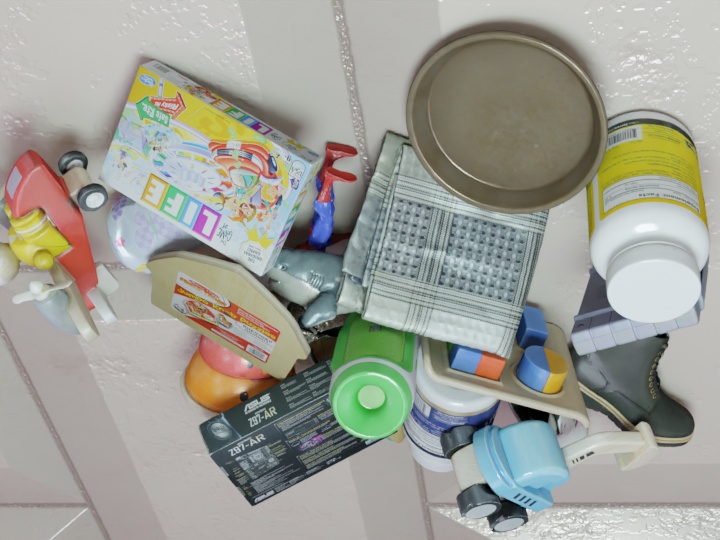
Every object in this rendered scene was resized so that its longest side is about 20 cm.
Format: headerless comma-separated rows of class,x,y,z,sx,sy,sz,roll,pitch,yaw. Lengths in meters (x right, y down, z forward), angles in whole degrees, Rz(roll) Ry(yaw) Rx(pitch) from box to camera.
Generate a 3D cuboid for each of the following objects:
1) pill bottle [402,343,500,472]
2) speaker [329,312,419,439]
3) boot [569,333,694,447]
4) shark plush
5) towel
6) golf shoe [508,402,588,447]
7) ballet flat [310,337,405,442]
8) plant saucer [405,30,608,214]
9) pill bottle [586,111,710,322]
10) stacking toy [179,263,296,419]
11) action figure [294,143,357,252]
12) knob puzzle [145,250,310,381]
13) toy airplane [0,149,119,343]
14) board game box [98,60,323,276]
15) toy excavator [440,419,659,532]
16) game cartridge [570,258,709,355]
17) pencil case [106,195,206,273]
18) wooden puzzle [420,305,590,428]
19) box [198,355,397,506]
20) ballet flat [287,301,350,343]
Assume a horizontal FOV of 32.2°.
pill bottle,0.109,0.164,1.507,0.111,0.111,0.200,7,145,0
speaker,0.016,0.096,1.291,0.088,0.200,0.089,1,110,4
boot,0.346,0.126,1.476,0.200,0.078,0.138,25,129,-19
shark plush,0.000,0.000,1.306,0.200,0.091,0.083,-10,101,14
towel,0.088,-0.025,1.287,0.200,0.193,0.035,16,178,-9
golf shoe,0.224,0.180,1.529,0.073,0.092,0.200,-25,130,21
ballet flat,0.017,0.143,1.541,0.063,0.069,0.200,-31,127,16
plant saucer,0.143,-0.145,1.219,0.200,0.029,0.200,10,127,14
pill bottle,0.276,-0.051,1.206,0.112,0.200,0.113,4,137,4
stacking toy,-0.133,0.068,1.456,0.146,0.146,0.200,8,120,-1
action figure,-0.019,-0.037,1.356,0.099,0.065,0.200,15,134,-10
knob puzzle,-0.136,0.032,1.327,0.219,0.030,0.220,25,153,13
toy airplane,-0.329,-0.015,1.300,0.141,0.199,0.200,-21,-177,-20
board game box,-0.152,-0.102,1.248,0.200,0.034,0.135,30,116,8
toy excavator,0.223,0.219,1.437,0.200,0.100,0.194,-30,143,24
game cartridge,0.292,0.018,1.285,0.129,0.200,0.038,-22,103,24
pencil case,-0.174,-0.062,1.336,0.200,0.083,0.091,-16,108,24
wooden puzzle,0.158,0.081,1.379,0.200,0.185,0.046,20,116,-11
box,-0.068,0.184,1.444,0.200,0.044,0.160,-28,145,-1
ballet flat,0.012,0.063,1.442,0.200,0.046,0.067,4,143,-19
